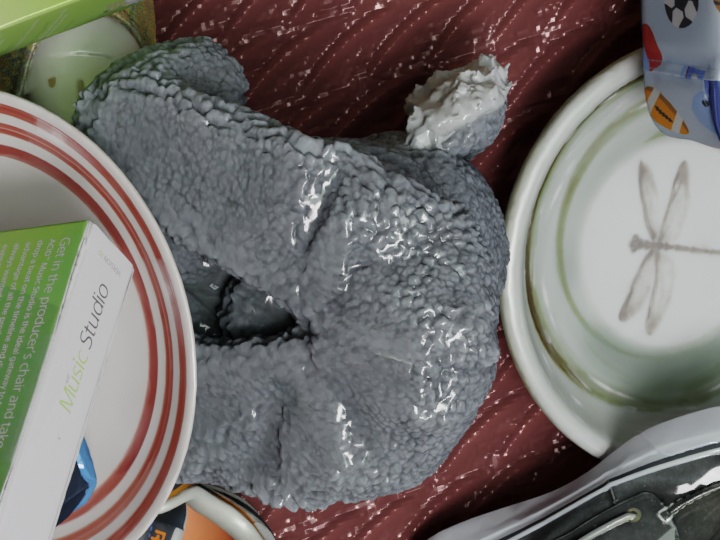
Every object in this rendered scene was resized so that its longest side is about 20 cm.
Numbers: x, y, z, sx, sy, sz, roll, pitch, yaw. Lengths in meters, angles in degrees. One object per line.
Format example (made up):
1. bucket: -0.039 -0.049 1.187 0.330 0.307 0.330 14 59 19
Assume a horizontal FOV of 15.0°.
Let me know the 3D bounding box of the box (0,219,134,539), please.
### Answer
1. box: -0.188 0.058 1.008 0.036 0.199 0.145 48 46 -43

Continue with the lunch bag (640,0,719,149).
1. lunch bag: 0.198 -0.149 1.160 0.159 0.075 0.202 -4 104 -29

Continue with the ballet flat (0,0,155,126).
1. ballet flat: -0.120 -0.043 1.109 0.070 0.071 0.202 13 95 -24

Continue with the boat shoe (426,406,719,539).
1. boat shoe: 0.118 0.127 1.205 0.199 0.071 0.072 -27 136 12

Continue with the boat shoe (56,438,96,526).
1. boat shoe: -0.196 0.098 1.053 0.199 0.069 0.085 -33 85 29

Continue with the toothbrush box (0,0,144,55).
1. toothbrush box: -0.180 -0.146 1.032 0.199 0.086 0.147 -22 91 -16

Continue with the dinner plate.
1. dinner plate: -0.145 0.027 1.064 0.024 0.199 0.202 -23 115 -59

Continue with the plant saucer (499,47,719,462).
1. plant saucer: 0.145 -0.009 1.235 0.199 0.050 0.202 -5 103 -21

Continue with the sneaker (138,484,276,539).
1. sneaker: -0.121 0.106 1.135 0.199 0.079 0.079 13 97 -23

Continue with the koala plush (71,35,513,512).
1. koala plush: 0.000 0.000 1.112 0.200 0.183 0.179 -24 126 -62
